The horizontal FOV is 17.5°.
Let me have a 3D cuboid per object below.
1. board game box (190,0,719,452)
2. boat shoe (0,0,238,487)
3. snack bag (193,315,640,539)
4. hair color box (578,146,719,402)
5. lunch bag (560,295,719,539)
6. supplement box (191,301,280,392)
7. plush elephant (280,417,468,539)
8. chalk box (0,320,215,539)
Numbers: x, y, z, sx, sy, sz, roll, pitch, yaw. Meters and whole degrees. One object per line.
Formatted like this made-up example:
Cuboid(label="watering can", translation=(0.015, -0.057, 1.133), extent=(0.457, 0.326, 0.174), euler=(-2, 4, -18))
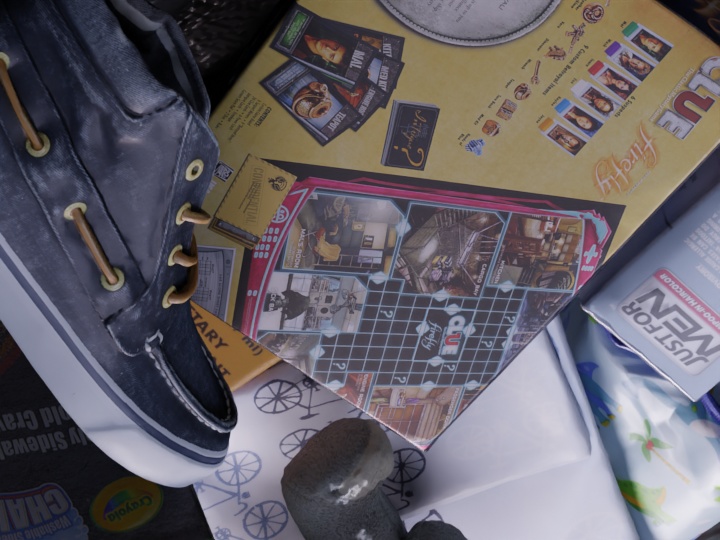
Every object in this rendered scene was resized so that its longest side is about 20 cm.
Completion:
Cuboid(label="board game box", translation=(0.023, -0.041, 0.761), extent=(0.200, 0.135, 0.035), euler=(-49, -167, 37))
Cuboid(label="boat shoe", translation=(-0.072, -0.013, 0.743), extent=(0.091, 0.071, 0.200), euler=(-28, 128, 10))
Cuboid(label="snack bag", translation=(0.013, 0.101, 0.960), extent=(0.188, 0.021, 0.201), euler=(-20, 128, 4))
Cuboid(label="hair color box", translation=(0.159, -0.059, 0.792), extent=(0.061, 0.099, 0.200), euler=(39, 112, -21))
Cuboid(label="lunch bag", translation=(0.161, 0.013, 1.025), extent=(0.200, 0.127, 0.170), euler=(-45, 176, -27))
Cuboid(label="supplement box", translation=(-0.008, -0.028, 0.848), extent=(0.200, 0.067, 0.069), euler=(-36, -166, 30))
Cuboid(label="plush elephant", translation=(0.013, 0.192, 0.905), extent=(0.165, 0.155, 0.200), euler=(-43, 138, -8))
Cuboid(label="chalk box", translation=(-0.143, 0.086, 0.832), extent=(0.124, 0.201, 0.124), euler=(-7, 156, -36))
